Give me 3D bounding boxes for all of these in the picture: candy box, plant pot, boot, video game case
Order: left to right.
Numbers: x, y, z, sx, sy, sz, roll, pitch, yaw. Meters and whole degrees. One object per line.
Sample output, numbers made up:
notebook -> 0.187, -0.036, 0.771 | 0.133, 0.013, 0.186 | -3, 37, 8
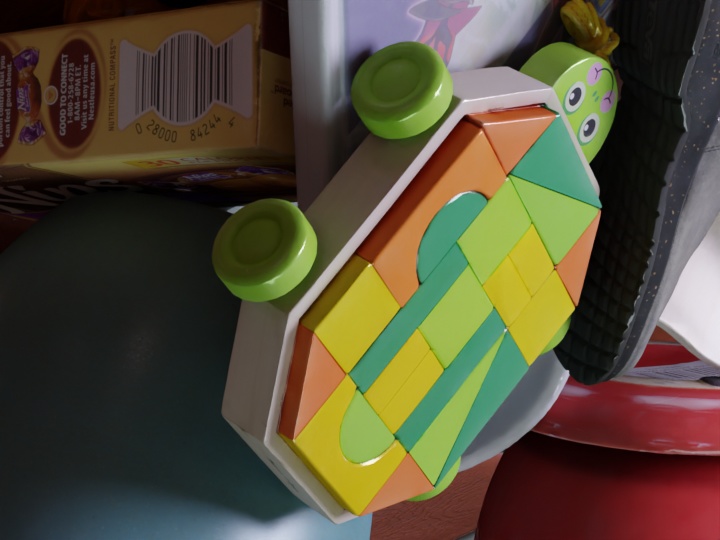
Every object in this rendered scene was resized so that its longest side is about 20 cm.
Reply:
candy box -> -0.089, -0.057, 0.689 | 0.199, 0.057, 0.116 | -4, 172, 30
plant pot -> -0.082, 0.066, 0.699 | 0.199, 0.162, 0.201 | 13, 161, 5
video game case -> 0.049, -0.123, 0.595 | 0.182, 0.023, 0.201 | -33, 144, -28
plant pot -> 0.152, 0.134, 0.899 | 0.199, 0.184, 0.200 | 1, -175, 0
boot -> 0.152, -0.043, 0.683 | 0.130, 0.068, 0.201 | -2, 123, -27

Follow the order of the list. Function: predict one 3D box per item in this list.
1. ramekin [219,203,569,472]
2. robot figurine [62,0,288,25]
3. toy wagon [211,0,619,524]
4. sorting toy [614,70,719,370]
ramekin -> 0.000, 0.000, 0.833 | 0.199, 0.098, 0.201 | 2, 133, 2
robot figurine -> -0.011, -0.136, 0.658 | 0.198, 0.059, 0.145 | -7, 155, -17
toy wagon -> 0.033, -0.010, 0.611 | 0.200, 0.039, 0.155 | -50, 143, -12
sorting toy -> 0.174, -0.044, 0.784 | 0.200, 0.107, 0.180 | -38, 119, 6
